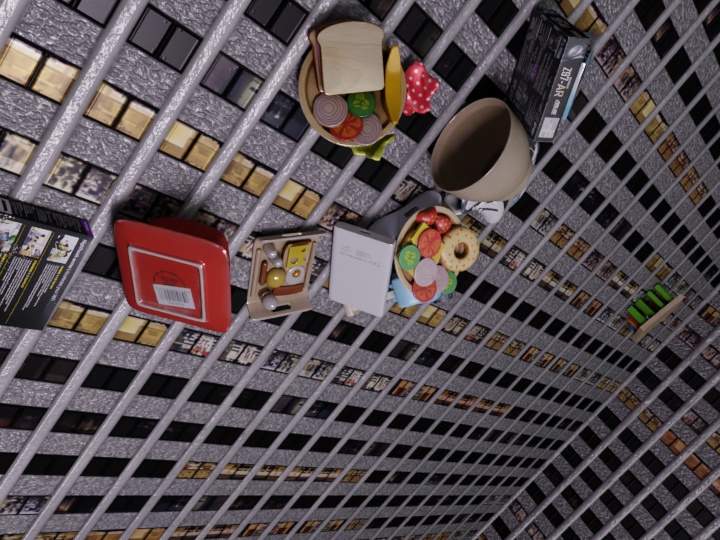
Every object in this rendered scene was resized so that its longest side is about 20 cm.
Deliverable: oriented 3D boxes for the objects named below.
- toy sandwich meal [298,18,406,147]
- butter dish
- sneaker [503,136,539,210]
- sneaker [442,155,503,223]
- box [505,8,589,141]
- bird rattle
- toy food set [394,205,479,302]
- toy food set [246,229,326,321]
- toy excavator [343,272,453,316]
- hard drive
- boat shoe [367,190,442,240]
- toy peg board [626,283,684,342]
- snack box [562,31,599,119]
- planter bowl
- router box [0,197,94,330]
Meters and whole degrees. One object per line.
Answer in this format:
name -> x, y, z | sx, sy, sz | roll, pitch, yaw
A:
toy sandwich meal -> -0.008, -0.304, 1.014 | 0.203, 0.070, 0.208 | -2, 101, -11
butter dish -> -0.297, -0.018, 1.068 | 0.198, 0.148, 0.201 | 13, 129, 6
sneaker -> 0.362, -0.232, 1.438 | 0.086, 0.078, 0.201 | -22, 146, -37
sneaker -> 0.241, -0.153, 1.388 | 0.129, 0.079, 0.200 | -40, 140, -9
box -> 0.352, -0.376, 1.201 | 0.043, 0.161, 0.201 | 0, 128, -13
bird rattle -> 0.036, -0.298, 1.095 | 0.163, 0.113, 0.200 | 37, 98, -33
toy food set -> 0.155, -0.035, 1.322 | 0.200, 0.049, 0.199 | 43, 78, -33
toy food set -> -0.148, 0.010, 1.263 | 0.142, 0.061, 0.201 | -10, 133, -31
toy excavator -> 0.082, 0.048, 1.426 | 0.199, 0.194, 0.101 | -18, 93, -40
hard drive -> 0.000, 0.000, 1.327 | 0.026, 0.131, 0.201 | -56, 160, -46
boat shoe -> 0.097, -0.095, 1.354 | 0.199, 0.072, 0.068 | -36, 140, -15
toy peg board -> 1.093, 0.153, 2.354 | 0.199, 0.098, 0.199 | -38, 156, -1
snack box -> 0.438, -0.400, 1.272 | 0.200, 0.037, 0.117 | -53, 159, -47
planter bowl -> 0.257, -0.219, 1.235 | 0.134, 0.201, 0.201 | 26, 110, -34
router box -> -0.529, -0.004, 0.962 | 0.149, 0.051, 0.201 | 18, 115, -48
